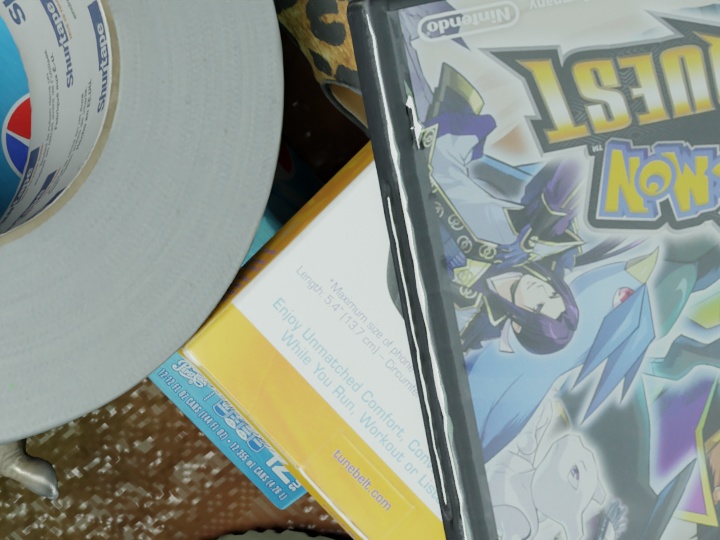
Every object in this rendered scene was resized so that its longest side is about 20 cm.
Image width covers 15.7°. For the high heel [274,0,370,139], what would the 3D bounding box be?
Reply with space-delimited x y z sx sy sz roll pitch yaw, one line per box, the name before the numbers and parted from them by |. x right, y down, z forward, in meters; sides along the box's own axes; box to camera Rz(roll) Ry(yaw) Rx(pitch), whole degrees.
high heel | 0.000 0.000 0.756 0.200 0.071 0.143 43 89 5

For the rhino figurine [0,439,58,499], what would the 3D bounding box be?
rhino figurine | -0.163 0.060 0.828 0.199 0.088 0.060 -18 114 10

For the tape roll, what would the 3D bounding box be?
tape roll | -0.123 -0.050 0.674 0.200 0.066 0.201 5 78 -25

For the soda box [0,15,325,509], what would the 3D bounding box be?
soda box | -0.063 -0.025 0.798 0.068 0.064 0.200 -37 110 17

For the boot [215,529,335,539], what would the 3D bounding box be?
boot | -0.075 0.174 0.817 0.181 0.200 0.073 -17 114 9

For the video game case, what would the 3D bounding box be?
video game case | 0.111 0.001 0.678 0.199 0.025 0.181 -12 95 -10

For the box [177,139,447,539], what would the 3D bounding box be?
box | 0.060 -0.007 0.708 0.200 0.041 0.119 -45 99 -8
